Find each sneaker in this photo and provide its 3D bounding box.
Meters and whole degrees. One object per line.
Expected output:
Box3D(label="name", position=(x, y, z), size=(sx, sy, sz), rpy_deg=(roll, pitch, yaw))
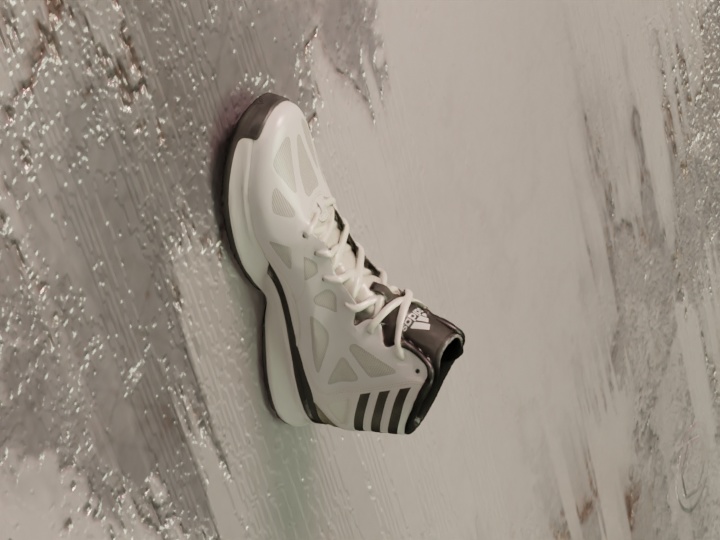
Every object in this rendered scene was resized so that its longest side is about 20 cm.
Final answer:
Box3D(label="sneaker", position=(0.000, 0.000, 1.219), size=(0.076, 0.114, 0.202), rpy_deg=(-49, 137, -45))
